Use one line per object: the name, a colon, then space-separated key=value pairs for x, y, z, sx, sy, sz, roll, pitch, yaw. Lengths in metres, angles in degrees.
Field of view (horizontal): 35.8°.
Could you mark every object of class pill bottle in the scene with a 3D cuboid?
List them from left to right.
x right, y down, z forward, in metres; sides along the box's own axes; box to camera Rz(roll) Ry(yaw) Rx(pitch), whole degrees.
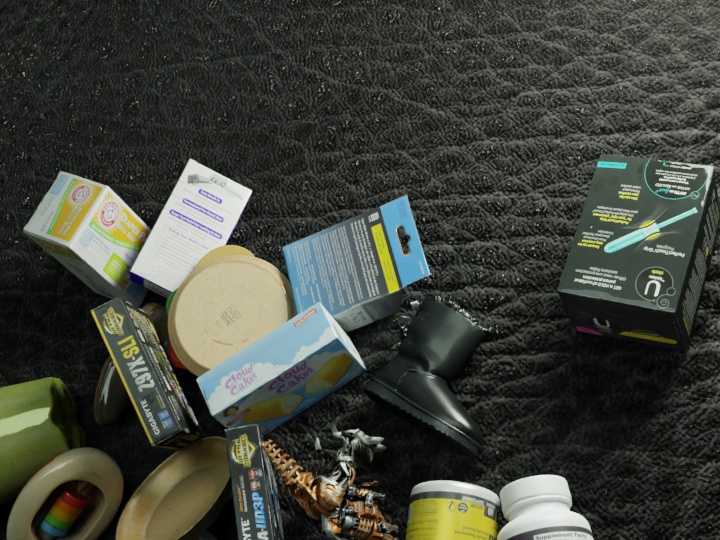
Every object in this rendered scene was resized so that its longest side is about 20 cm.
pill bottle: x=0.103 y=0.359 z=1.313 sx=0.110 sy=0.111 sz=0.201 roll=-2 pitch=63 yaw=22
pill bottle: x=0.217 y=0.343 z=1.273 sx=0.111 sy=0.112 sz=0.201 roll=-16 pitch=58 yaw=14

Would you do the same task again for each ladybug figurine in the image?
ladybug figurine: x=-0.412 y=0.323 z=1.544 sx=0.200 sy=0.136 sz=0.072 roll=-50 pitch=32 yaw=6

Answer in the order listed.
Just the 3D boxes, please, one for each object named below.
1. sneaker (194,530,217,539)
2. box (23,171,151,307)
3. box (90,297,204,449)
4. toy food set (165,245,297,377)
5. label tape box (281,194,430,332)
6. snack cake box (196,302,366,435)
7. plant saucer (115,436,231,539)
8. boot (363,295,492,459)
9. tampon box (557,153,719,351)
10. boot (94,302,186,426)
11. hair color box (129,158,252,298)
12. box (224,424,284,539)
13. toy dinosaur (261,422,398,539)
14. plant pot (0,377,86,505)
sneaker: x=-0.203 y=0.432 z=1.429 sx=0.114 sy=0.073 sz=0.201 roll=-37 pitch=55 yaw=4
box: x=-0.394 y=-0.045 z=1.688 sx=0.101 sy=0.200 sz=0.113 roll=18 pitch=71 yaw=29
box: x=-0.288 y=0.144 z=1.526 sx=0.049 sy=0.160 sz=0.201 roll=-26 pitch=80 yaw=-4
toy food set: x=-0.185 y=0.071 z=1.602 sx=0.199 sy=0.049 sz=0.198 roll=33 pitch=76 yaw=14
label tape box: x=0.000 y=0.000 z=1.580 sx=0.199 sy=0.063 sz=0.145 roll=-22 pitch=57 yaw=11
snack cake box: x=-0.106 y=0.142 z=1.517 sx=0.199 sy=0.115 sz=0.067 roll=-32 pitch=56 yaw=4
plant saucer: x=-0.238 y=0.310 z=1.490 sx=0.199 sy=0.036 sz=0.201 roll=-30 pitch=25 yaw=16
boot: x=0.114 y=0.134 z=1.459 sx=0.198 sy=0.073 sz=0.163 roll=28 pitch=73 yaw=33
tampon box: x=0.355 y=-0.023 z=1.404 sx=0.149 sy=0.126 sz=0.201 roll=11 pitch=69 yaw=28
boot: x=-0.311 y=0.142 z=1.629 sx=0.096 sy=0.075 sz=0.201 roll=11 pitch=66 yaw=30
hair color box: x=-0.257 y=-0.054 z=1.692 sx=0.109 sy=0.065 sz=0.201 roll=27 pitch=74 yaw=-6
box: x=-0.126 y=0.316 z=1.402 sx=0.046 sy=0.159 sz=0.201 roll=-11 pitch=59 yaw=-2
toy dinosaur: x=-0.030 y=0.269 z=1.390 sx=0.102 sy=0.200 sz=0.136 roll=-19 pitch=32 yaw=35
plant pot: x=-0.502 y=0.243 z=1.600 sx=0.183 sy=0.201 sz=0.201 roll=-19 pitch=57 yaw=-1
